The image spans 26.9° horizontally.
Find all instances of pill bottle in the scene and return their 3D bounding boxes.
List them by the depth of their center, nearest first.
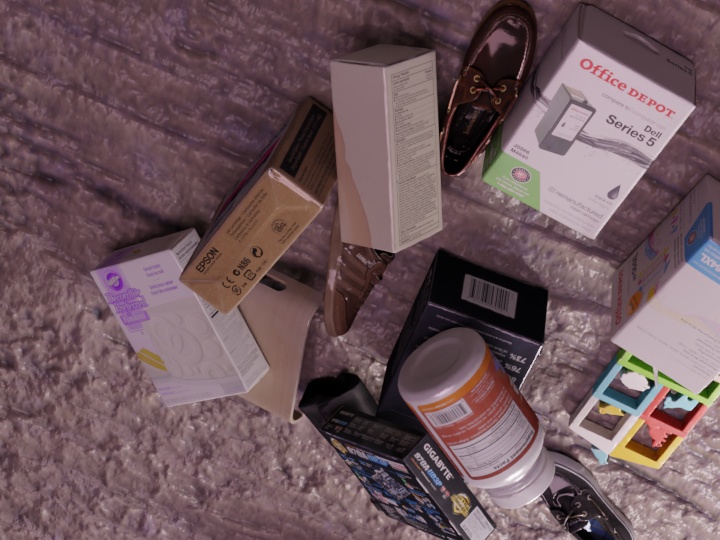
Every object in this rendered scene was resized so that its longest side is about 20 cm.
[{"bbox_3d":[0.136,0.170,1.694,0.111,0.113,0.201,-23,119,26],"label":"pill bottle"}]

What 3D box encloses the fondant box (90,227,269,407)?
[{"bbox_3d":[-0.217,0.060,1.811,0.143,0.058,0.201,-13,111,38],"label":"fondant box"}]

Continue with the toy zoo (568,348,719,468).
[{"bbox_3d":[0.343,0.168,1.837,0.130,0.021,0.201,24,127,-6],"label":"toy zoo"}]

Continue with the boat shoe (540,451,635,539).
[{"bbox_3d":[0.281,0.313,1.928,0.070,0.066,0.200,-29,116,29],"label":"boat shoe"}]

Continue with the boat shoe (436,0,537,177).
[{"bbox_3d":[0.133,-0.187,1.591,0.070,0.071,0.201,19,126,-2],"label":"boat shoe"}]

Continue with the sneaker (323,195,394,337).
[{"bbox_3d":[0.000,0.000,1.755,0.075,0.071,0.201,9,128,4],"label":"sneaker"}]

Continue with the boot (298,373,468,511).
[{"bbox_3d":[0.038,0.207,1.909,0.164,0.066,0.201,-22,114,23],"label":"boot"}]

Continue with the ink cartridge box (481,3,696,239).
[{"bbox_3d":[0.239,-0.155,1.581,0.145,0.084,0.201,27,127,-8],"label":"ink cartridge box"}]

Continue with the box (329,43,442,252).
[{"bbox_3d":[0.029,-0.131,1.595,0.077,0.095,0.202,12,113,37],"label":"box"}]

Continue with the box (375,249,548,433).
[{"bbox_3d":[0.119,0.100,1.782,0.147,0.105,0.201,21,128,-5],"label":"box"}]

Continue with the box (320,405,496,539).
[{"bbox_3d":[0.054,0.247,1.794,0.159,0.046,0.199,54,159,-23],"label":"box"}]

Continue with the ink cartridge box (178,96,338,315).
[{"bbox_3d":[-0.102,-0.072,1.663,0.075,0.165,0.200,35,125,-11],"label":"ink cartridge box"}]

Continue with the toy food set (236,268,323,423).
[{"bbox_3d":[-0.120,0.082,1.845,0.143,0.060,0.201,26,129,18],"label":"toy food set"}]

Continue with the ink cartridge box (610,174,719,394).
[{"bbox_3d":[0.368,0.025,1.658,0.125,0.129,0.200,31,125,-11],"label":"ink cartridge box"}]
